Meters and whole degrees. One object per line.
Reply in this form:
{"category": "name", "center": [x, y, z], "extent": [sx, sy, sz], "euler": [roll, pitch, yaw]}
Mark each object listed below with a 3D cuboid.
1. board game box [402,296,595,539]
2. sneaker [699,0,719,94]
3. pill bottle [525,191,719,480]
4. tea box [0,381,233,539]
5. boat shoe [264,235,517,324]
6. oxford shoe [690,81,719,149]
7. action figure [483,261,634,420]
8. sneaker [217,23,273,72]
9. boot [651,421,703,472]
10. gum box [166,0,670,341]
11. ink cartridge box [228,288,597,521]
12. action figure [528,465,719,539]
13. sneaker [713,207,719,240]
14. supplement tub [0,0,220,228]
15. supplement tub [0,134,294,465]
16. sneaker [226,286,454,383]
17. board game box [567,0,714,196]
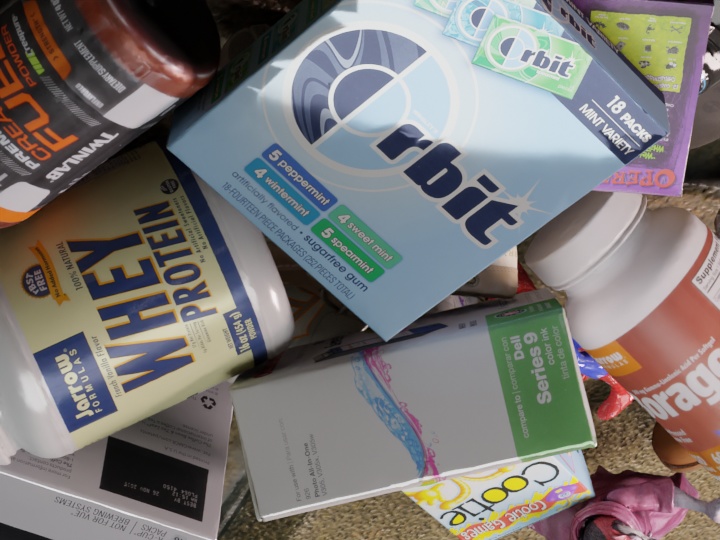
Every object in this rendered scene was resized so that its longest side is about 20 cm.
{"category": "board game box", "center": [0.067, 0.098, 1.421], "extent": [0.103, 0.105, 0.200], "euler": [-26, 142, 17]}
{"category": "sneaker", "center": [0.163, -0.114, 1.130], "extent": [0.082, 0.073, 0.200], "euler": [-36, 160, -54]}
{"category": "pill bottle", "center": [0.204, 0.033, 1.316], "extent": [0.200, 0.112, 0.112], "euler": [43, 122, -10]}
{"category": "tea box", "center": [-0.212, 0.146, 1.331], "extent": [0.199, 0.134, 0.197], "euler": [21, 133, -17]}
{"category": "boat shoe", "center": [0.000, 0.000, 1.263], "extent": [0.199, 0.065, 0.072], "euler": [-6, 173, 18]}
{"category": "oxford shoe", "center": [0.196, -0.120, 1.215], "extent": [0.200, 0.072, 0.071], "euler": [-19, 146, 34]}
{"category": "action figure", "center": [0.122, 0.040, 1.395], "extent": [0.052, 0.066, 0.200], "euler": [-35, 138, 10]}
{"category": "sneaker", "center": [-0.012, -0.076, 1.188], "extent": [0.200, 0.075, 0.082], "euler": [22, 129, -40]}
{"category": "boot", "center": [0.235, 0.059, 1.448], "extent": [0.155, 0.077, 0.200], "euler": [16, 132, -37]}
{"category": "gum box", "center": [0.029, -0.077, 1.061], "extent": [0.200, 0.045, 0.170], "euler": [-37, 116, 24]}
{"category": "ink cartridge box", "center": [0.030, 0.077, 1.216], "extent": [0.199, 0.088, 0.145], "euler": [-15, -177, 4]}
{"category": "action figure", "center": [0.186, 0.178, 1.497], "extent": [0.134, 0.149, 0.200], "euler": [-54, 170, 6]}
{"category": "sneaker", "center": [0.301, -0.087, 1.298], "extent": [0.200, 0.075, 0.088], "euler": [-33, 128, 15]}
{"category": "supplement tub", "center": [-0.177, -0.092, 1.086], "extent": [0.200, 0.107, 0.107], "euler": [-34, 139, 25]}
{"category": "supplement tub", "center": [-0.153, 0.019, 1.179], "extent": [0.199, 0.145, 0.145], "euler": [-25, 145, -8]}
{"category": "sneaker", "center": [-0.029, 0.044, 1.329], "extent": [0.199, 0.092, 0.076], "euler": [-25, 143, 17]}
{"category": "board game box", "center": [0.079, -0.101, 1.084], "extent": [0.199, 0.032, 0.120], "euler": [4, 122, 0]}
